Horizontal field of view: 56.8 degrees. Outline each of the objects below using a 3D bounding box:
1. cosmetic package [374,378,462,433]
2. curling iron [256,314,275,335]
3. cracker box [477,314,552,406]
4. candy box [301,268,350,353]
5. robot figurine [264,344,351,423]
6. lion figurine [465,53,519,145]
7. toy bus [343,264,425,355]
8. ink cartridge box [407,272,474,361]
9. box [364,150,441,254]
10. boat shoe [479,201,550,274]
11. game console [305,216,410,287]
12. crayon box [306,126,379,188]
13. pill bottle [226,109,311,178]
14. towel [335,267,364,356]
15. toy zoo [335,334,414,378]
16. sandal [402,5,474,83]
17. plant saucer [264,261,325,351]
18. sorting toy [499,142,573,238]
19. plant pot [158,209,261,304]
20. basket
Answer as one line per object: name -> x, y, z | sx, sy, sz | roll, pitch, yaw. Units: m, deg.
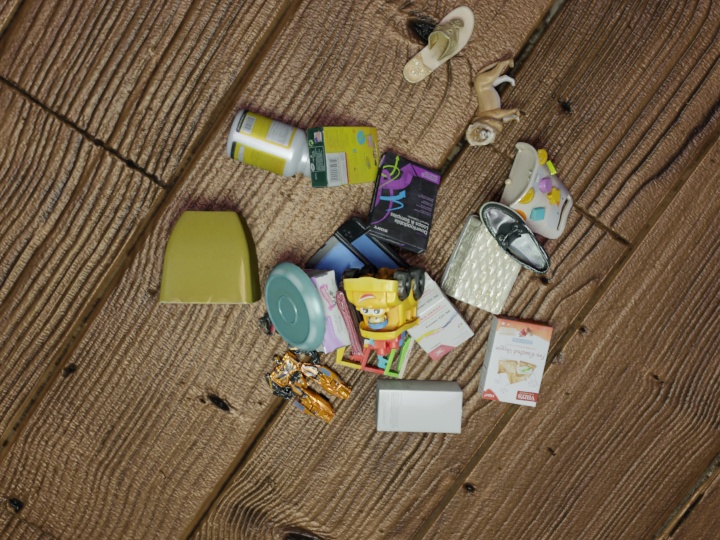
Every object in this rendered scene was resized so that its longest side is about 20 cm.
cosmetic package -> 0.137, 0.323, 1.587 | 0.200, 0.085, 0.108 | 3, 99, -4
curling iron -> -0.199, 0.079, 1.512 | 0.050, 0.026, 0.200 | 29, 133, 8
cracker box -> 0.369, 0.215, 1.593 | 0.134, 0.058, 0.200 | 9, 99, -3
candy box -> -0.112, 0.085, 1.478 | 0.071, 0.200, 0.168 | -18, 99, -28
robot figurine -> -0.127, 0.265, 1.579 | 0.200, 0.058, 0.145 | 35, 95, -8
lion figurine -> 0.291, -0.384, 1.500 | 0.122, 0.072, 0.200 | -6, 85, 12
toy bus -> 0.049, 0.086, 1.384 | 0.135, 0.200, 0.192 | 4, 95, 22
ink cartridge box -> 0.159, 0.106, 1.515 | 0.116, 0.068, 0.200 | -36, 128, 8
box -> 0.096, -0.151, 1.482 | 0.143, 0.036, 0.200 | 18, 72, -17
boat shoe -> 0.332, -0.065, 1.416 | 0.074, 0.066, 0.199 | -38, 100, 17
game console -> 0.000, 0.000, 1.519 | 0.200, 0.176, 0.116 | 42, 67, -8
crayon box -> -0.033, -0.251, 1.466 | 0.051, 0.200, 0.127 | 2, 100, 37
pill bottle -> -0.186, -0.272, 1.467 | 0.200, 0.112, 0.112 | 19, 98, -5
towel -> -0.020, 0.084, 1.436 | 0.023, 0.200, 0.144 | -15, 103, 7
toy zoo -> 0.024, 0.173, 1.574 | 0.200, 0.020, 0.131 | 15, 99, -14
sandal -> 0.180, -0.499, 1.469 | 0.078, 0.070, 0.212 | 44, 95, -8
plant saucer -> -0.147, 0.081, 1.414 | 0.027, 0.200, 0.201 | -21, 102, -38
sorting toy -> 0.411, -0.165, 1.503 | 0.180, 0.107, 0.200 | 32, 71, -31
plant pot -> -0.324, -0.031, 1.467 | 0.194, 0.196, 0.201 | 1, 90, -3
basket -> 0.284, -0.013, 1.521 | 0.135, 0.123, 0.200 | 21, 97, -6
